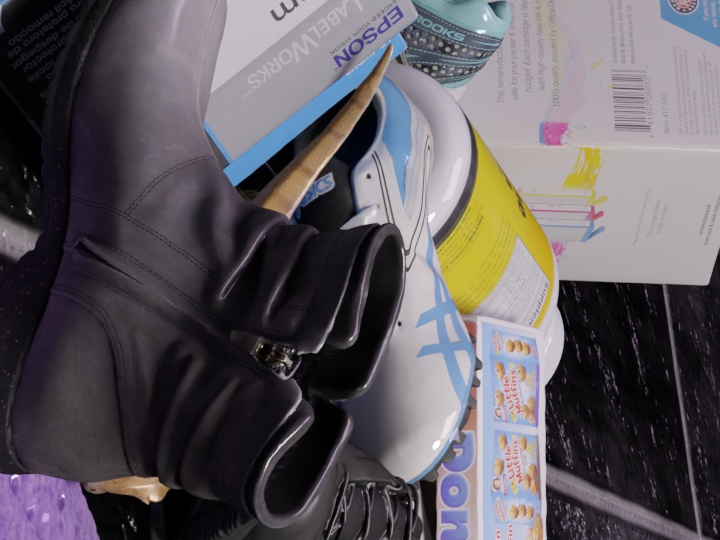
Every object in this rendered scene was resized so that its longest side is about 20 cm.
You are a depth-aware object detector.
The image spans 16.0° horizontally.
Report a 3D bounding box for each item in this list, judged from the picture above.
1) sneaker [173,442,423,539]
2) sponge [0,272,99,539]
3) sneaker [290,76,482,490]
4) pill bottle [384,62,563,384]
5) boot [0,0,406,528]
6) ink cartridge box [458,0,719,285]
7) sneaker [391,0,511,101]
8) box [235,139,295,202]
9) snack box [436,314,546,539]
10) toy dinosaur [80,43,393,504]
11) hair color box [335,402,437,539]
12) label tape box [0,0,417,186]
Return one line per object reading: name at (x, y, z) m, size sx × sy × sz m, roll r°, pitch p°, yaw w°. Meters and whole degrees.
sneaker at (-0.017, 0.085, 0.960) m, size 0.200 × 0.091 × 0.076 m, roll 125°, pitch -12°, yaw -84°
sponge at (-0.142, 0.039, 0.829) m, size 0.112 × 0.030 × 0.200 m, roll -62°, pitch 139°, yaw -61°
sneaker at (0.000, 0.000, 1.053) m, size 0.072 × 0.072 × 0.200 m, roll 25°, pitch 43°, yaw -40°
pill bottle at (0.029, -0.006, 1.227) m, size 0.200 × 0.112 × 0.112 m, roll 51°, pitch 33°, yaw -55°
boot at (-0.041, -0.014, 0.833) m, size 0.070 × 0.132 × 0.200 m, roll 43°, pitch 57°, yaw -57°
ink cartridge box at (0.089, -0.080, 1.337) m, size 0.125 × 0.200 × 0.129 m, roll 95°, pitch -3°, yaw -57°
sneaker at (0.015, -0.174, 1.247) m, size 0.078 × 0.086 × 0.200 m, roll -8°, pitch 65°, yaw -49°
box at (-0.068, -0.135, 1.120) m, size 0.159 × 0.046 × 0.200 m, roll 53°, pitch 31°, yaw -51°
snack box at (0.060, 0.122, 1.153) m, size 0.072 × 0.024 × 0.200 m, roll 13°, pitch 75°, yaw -60°
toy dinosaur at (-0.054, 0.011, 0.950) m, size 0.060 × 0.106 × 0.200 m, roll 53°, pitch 50°, yaw -40°
hair color box at (-0.001, 0.110, 1.147) m, size 0.109 × 0.065 × 0.200 m, roll -77°, pitch 152°, yaw -48°
label tape box at (-0.058, -0.088, 0.960) m, size 0.066 × 0.143 × 0.200 m, roll 48°, pitch -5°, yaw 42°
